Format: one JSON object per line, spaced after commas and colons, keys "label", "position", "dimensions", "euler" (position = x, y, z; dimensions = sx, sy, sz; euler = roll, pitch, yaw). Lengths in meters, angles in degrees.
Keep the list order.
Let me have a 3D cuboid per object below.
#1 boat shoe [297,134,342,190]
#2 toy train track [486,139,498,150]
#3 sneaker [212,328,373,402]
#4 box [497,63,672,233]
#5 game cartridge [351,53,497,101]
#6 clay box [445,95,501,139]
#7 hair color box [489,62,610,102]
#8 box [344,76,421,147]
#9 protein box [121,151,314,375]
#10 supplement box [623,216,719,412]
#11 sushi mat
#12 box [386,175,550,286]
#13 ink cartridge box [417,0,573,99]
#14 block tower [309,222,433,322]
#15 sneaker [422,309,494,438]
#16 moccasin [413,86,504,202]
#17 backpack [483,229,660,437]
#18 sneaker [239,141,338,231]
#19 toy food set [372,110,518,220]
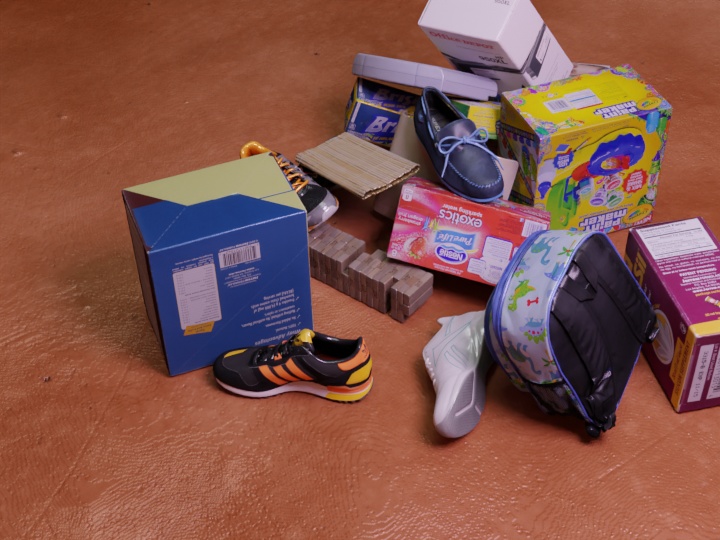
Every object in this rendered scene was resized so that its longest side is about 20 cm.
{"label": "boat shoe", "position": [-0.075, -0.132, 1.661], "dimensions": [0.073, 0.064, 0.201], "euler": [29, 51, 29]}
{"label": "toy train track", "position": [0.239, -0.198, 1.749], "dimensions": [0.113, 0.033, 0.201], "euler": [8, 35, 7]}
{"label": "sneaker", "position": [-0.082, 0.102, 1.372], "dimensions": [0.197, 0.091, 0.070], "euler": [4, 41, 6]}
{"label": "box", "position": [0.302, -0.155, 1.574], "dimensions": [0.198, 0.194, 0.122], "euler": [-15, 43, -14]}
{"label": "game cartridge", "position": [0.085, -0.280, 1.644], "dimensions": [0.132, 0.041, 0.199], "euler": [-2, 15, -40]}
{"label": "clay box", "position": [0.211, -0.215, 1.649], "dimensions": [0.198, 0.048, 0.115], "euler": [4, 15, -26]}
{"label": "hair color box", "position": [0.296, -0.296, 1.818], "dimensions": [0.197, 0.061, 0.100], "euler": [7, 26, 9]}
{"label": "box", "position": [0.077, -0.222, 1.710], "dimensions": [0.198, 0.065, 0.071], "euler": [14, 40, -11]}
{"label": "protein box", "position": [-0.173, -0.008, 1.416], "dimensions": [0.196, 0.202, 0.135], "euler": [-16, 43, -16]}
{"label": "supplement box", "position": [0.401, 0.050, 1.386], "dimensions": [0.102, 0.132, 0.201], "euler": [-9, 41, -8]}
{"label": "sushi mat", "position": [-0.007, -0.149, 1.586], "dimensions": [0.095, 0.012, 0.200], "euler": [-28, 32, -21]}
{"label": "box", "position": [0.143, -0.048, 1.490], "dimensions": [0.198, 0.101, 0.095], "euler": [15, 14, 7]}
{"label": "ink cartridge box", "position": [0.193, -0.321, 1.617], "dimensions": [0.144, 0.200, 0.085], "euler": [21, 80, 37]}
{"label": "block tower", "position": [0.000, 0.000, 1.513], "dimensions": [0.199, 0.054, 0.058], "euler": [27, 48, 30]}
{"label": "sneaker", "position": [0.112, 0.125, 1.369], "dimensions": [0.079, 0.071, 0.201], "euler": [-2, 36, 23]}
{"label": "moccasin", "position": [0.118, -0.166, 1.477], "dimensions": [0.080, 0.069, 0.200], "euler": [-22, 48, -20]}
{"label": "backpack", "position": [0.230, 0.055, 1.315], "dimensions": [0.146, 0.201, 0.184], "euler": [8, 56, 42]}
{"label": "sneaker", "position": [-0.106, -0.116, 1.559], "dimensions": [0.078, 0.078, 0.199], "euler": [-42, 43, -18]}
{"label": "toy food set", "position": [0.115, -0.121, 1.589], "dimensions": [0.199, 0.145, 0.060], "euler": [28, 20, 29]}
